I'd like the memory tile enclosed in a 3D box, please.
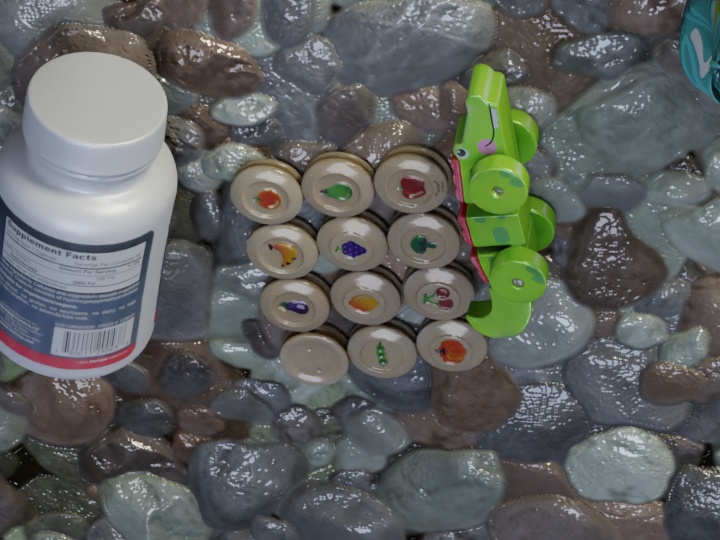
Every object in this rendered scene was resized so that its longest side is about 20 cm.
[{"bbox_3d":[0.000,0.000,1.841,0.152,0.017,0.201,-3,132,14],"label":"memory tile"}]

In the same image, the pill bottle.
[{"bbox_3d":[-0.181,-0.038,1.769,0.119,0.120,0.201,13,133,-1],"label":"pill bottle"}]

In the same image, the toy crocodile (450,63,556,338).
[{"bbox_3d":[0.087,-0.042,1.750,0.061,0.068,0.201,-2,132,13],"label":"toy crocodile"}]

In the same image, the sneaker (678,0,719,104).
[{"bbox_3d":[0.224,-0.132,1.590,0.077,0.080,0.200,30,169,-4],"label":"sneaker"}]
